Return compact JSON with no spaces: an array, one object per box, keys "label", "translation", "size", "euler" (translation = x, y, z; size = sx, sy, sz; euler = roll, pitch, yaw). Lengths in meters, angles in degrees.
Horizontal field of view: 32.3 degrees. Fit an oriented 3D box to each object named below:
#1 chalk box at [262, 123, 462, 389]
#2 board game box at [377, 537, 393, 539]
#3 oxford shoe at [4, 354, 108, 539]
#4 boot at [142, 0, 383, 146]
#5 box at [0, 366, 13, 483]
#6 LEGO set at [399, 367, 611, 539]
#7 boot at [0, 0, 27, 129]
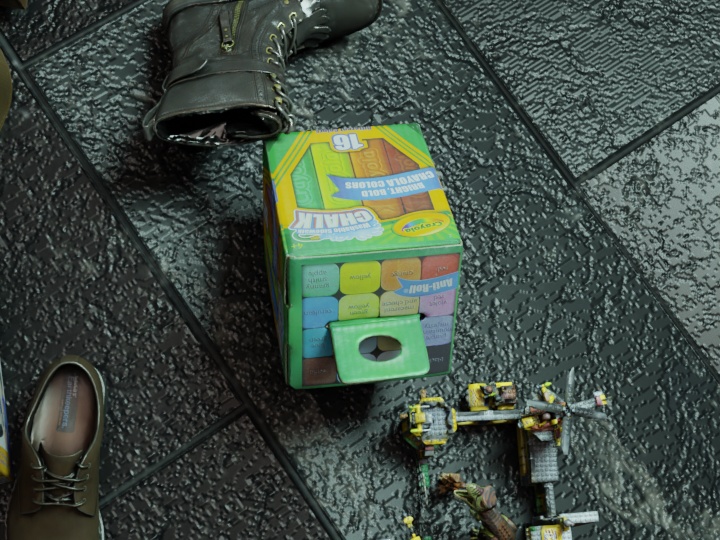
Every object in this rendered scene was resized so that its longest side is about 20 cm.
[{"label":"chalk box","translation":[0.000,0.000,0.895],"size":[0.125,0.124,0.200],"euler":[-5,38,-9]},{"label":"board game box","translation":[-0.027,0.306,0.902],"size":[0.135,0.034,0.200],"euler":[-8,76,-10]},{"label":"oxford shoe","translation":[-0.220,0.158,0.891],"size":[0.073,0.084,0.200],"euler":[0,77,-10]},{"label":"boot","translation":[-0.069,-0.158,0.964],"size":[0.200,0.069,0.174],"euler":[-11,42,-1]},{"label":"box","translation":[-0.285,0.051,0.892],"size":[0.041,0.119,0.200],"euler":[-6,76,-10]},{"label":"LEGO set","translation":[0.105,0.169,0.914],"size":[0.153,0.116,0.200],"euler":[6,74,-6]},{"label":"boot","translation":[-0.353,-0.178,0.978],"size":[0.154,0.074,0.200],"euler":[8,75,2]}]
